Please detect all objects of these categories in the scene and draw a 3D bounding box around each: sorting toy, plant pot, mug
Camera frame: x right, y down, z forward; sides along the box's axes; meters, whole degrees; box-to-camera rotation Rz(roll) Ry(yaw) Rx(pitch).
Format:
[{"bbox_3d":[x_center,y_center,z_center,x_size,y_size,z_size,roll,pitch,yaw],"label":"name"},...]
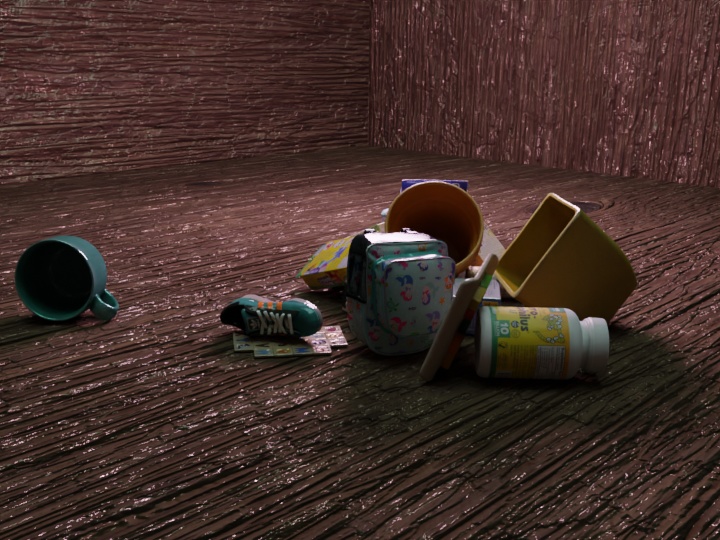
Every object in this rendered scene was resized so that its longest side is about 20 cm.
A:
[{"bbox_3d":[0.169,0.075,1.335,0.036,0.187,0.200,28,21,13],"label":"sorting toy"},{"bbox_3d":[0.152,-0.053,1.717,0.198,0.202,0.184,2,-24,5],"label":"plant pot"},{"bbox_3d":[-0.559,0.025,1.578,0.151,0.187,0.114,-22,8,4],"label":"mug"},{"bbox_3d":[0.397,0.003,1.550,0.199,0.196,0.194,35,10,-11],"label":"plant pot"}]

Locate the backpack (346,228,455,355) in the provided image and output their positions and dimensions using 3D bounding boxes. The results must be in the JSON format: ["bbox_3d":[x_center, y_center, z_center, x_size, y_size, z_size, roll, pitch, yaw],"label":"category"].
[{"bbox_3d":[0.068,0.044,1.396,0.176,0.202,0.150,-3,19,-26],"label":"backpack"}]

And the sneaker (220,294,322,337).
[{"bbox_3d":[-0.161,0.089,1.453,0.198,0.072,0.080,4,19,34],"label":"sneaker"}]

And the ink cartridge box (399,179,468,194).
[{"bbox_3d":[0.213,-0.203,2.426,0.197,0.041,0.200,1,-22,2],"label":"ink cartridge box"}]

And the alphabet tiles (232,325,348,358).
[{"bbox_3d":[-0.127,0.121,1.467,0.198,0.006,0.166,-2,15,-10],"label":"alphabet tiles"}]

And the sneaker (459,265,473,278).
[{"bbox_3d":[0.260,-0.041,1.938,0.072,0.086,0.200,2,14,12],"label":"sneaker"}]

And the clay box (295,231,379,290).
[{"bbox_3d":[-0.043,-0.017,1.738,0.199,0.048,0.115,-10,34,51],"label":"clay box"}]

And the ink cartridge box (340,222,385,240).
[{"bbox_3d":[0.021,-0.059,1.878,0.116,0.068,0.199,-19,-1,-43],"label":"ink cartridge box"}]

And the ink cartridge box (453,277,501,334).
[{"bbox_3d":[0.164,0.064,1.558,0.198,0.077,0.137,4,14,7],"label":"ink cartridge box"}]

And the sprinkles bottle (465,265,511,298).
[{"bbox_3d":[0.320,0.026,1.724,0.197,0.069,0.068,1,15,4],"label":"sprinkles bottle"}]

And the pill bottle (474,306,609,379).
[{"bbox_3d":[0.284,0.115,1.301,0.197,0.114,0.113,2,15,3],"label":"pill bottle"}]

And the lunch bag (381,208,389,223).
[{"bbox_3d":[0.161,-0.139,2.309,0.159,0.078,0.199,10,18,32],"label":"lunch bag"}]

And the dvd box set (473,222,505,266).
[{"bbox_3d":[0.265,-0.068,1.870,0.029,0.201,0.146,-42,-13,31],"label":"dvd box set"}]

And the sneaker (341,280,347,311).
[{"bbox_3d":[0.014,0.065,1.569,0.080,0.076,0.200,7,14,-9],"label":"sneaker"}]
